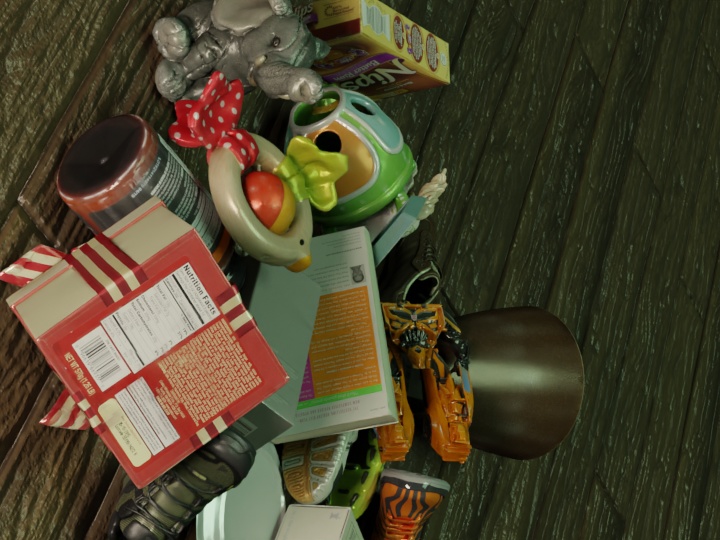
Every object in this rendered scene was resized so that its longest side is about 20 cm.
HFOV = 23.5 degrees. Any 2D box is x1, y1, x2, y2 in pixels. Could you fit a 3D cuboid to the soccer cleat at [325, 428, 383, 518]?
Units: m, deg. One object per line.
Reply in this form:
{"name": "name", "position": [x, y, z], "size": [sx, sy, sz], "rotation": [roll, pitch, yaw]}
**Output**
{"name": "soccer cleat", "position": [0.013, 0.199, 1.923], "size": [0.084, 0.064, 0.201], "rotation": [55, 40, -43]}

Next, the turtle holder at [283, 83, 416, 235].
{"name": "turtle holder", "position": [-0.014, -0.137, 1.891], "size": [0.132, 0.140, 0.186], "rotation": [59, 39, -30]}

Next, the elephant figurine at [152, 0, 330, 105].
{"name": "elephant figurine", "position": [-0.095, -0.219, 1.718], "size": [0.141, 0.199, 0.157], "rotation": [3, 80, -58]}

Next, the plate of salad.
{"name": "plate of salad", "position": [-0.124, 0.244, 1.701], "size": [0.200, 0.048, 0.202], "rotation": [-1, 90, -69]}

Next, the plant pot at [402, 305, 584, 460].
{"name": "plant pot", "position": [0.131, 0.129, 2.053], "size": [0.199, 0.186, 0.189], "rotation": [7, 76, -44]}

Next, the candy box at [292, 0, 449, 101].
{"name": "candy box", "position": [0.005, -0.252, 1.974], "size": [0.199, 0.116, 0.057], "rotation": [17, 68, -56]}

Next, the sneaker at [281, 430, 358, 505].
{"name": "sneaker", "position": [-0.030, 0.173, 1.826], "size": [0.201, 0.075, 0.088], "rotation": [-83, 152, -43]}

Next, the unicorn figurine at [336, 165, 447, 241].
{"name": "unicorn figurine", "position": [0.009, -0.039, 1.931], "size": [0.074, 0.200, 0.138], "rotation": [33, 34, -18]}

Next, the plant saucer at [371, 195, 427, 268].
{"name": "plant saucer", "position": [0.000, 0.000, 1.846], "size": [0.019, 0.200, 0.070], "rotation": [37, 25, -4]}

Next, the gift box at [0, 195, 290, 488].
{"name": "gift box", "position": [-0.199, 0.057, 1.470], "size": [0.199, 0.187, 0.186], "rotation": [-30, 108, -10]}

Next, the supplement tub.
{"name": "supplement tub", "position": [-0.187, -0.045, 1.615], "size": [0.200, 0.106, 0.108], "rotation": [52, 42, -40]}

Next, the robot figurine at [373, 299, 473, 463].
{"name": "robot figurine", "position": [0.061, 0.114, 1.901], "size": [0.058, 0.144, 0.201], "rotation": [112, -25, -54]}

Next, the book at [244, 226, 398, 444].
{"name": "book", "position": [-0.043, 0.066, 1.770], "size": [0.048, 0.132, 0.202], "rotation": [50, 30, -70]}

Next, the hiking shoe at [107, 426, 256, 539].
{"name": "hiking shoe", "position": [-0.160, 0.201, 1.515], "size": [0.075, 0.200, 0.101], "rotation": [34, 50, -14]}

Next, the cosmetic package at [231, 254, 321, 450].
{"name": "cosmetic package", "position": [-0.110, 0.081, 1.659], "size": [0.090, 0.107, 0.201], "rotation": [38, 33, -25]}

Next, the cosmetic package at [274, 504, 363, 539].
{"name": "cosmetic package", "position": [-0.028, 0.343, 1.772], "size": [0.104, 0.072, 0.201], "rotation": [-67, 148, -43]}

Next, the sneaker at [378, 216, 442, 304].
{"name": "sneaker", "position": [0.071, 0.006, 2.055], "size": [0.071, 0.075, 0.201], "rotation": [56, 39, -34]}

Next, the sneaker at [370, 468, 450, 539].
{"name": "sneaker", "position": [0.048, 0.283, 1.882], "size": [0.200, 0.077, 0.113], "rotation": [89, 13, -72]}

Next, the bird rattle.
{"name": "bird rattle", "position": [-0.093, -0.087, 1.621], "size": [0.200, 0.112, 0.164], "rotation": [40, 34, -50]}
